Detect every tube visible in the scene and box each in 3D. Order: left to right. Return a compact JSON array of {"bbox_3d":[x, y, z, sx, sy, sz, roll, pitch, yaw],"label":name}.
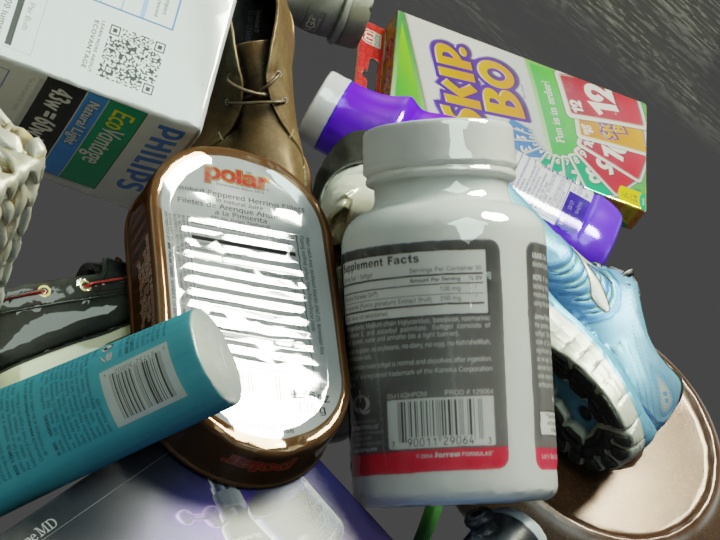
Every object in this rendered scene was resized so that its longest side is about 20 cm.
[{"bbox_3d":[-0.157,0.080,1.246,0.050,0.199,0.078,50,22,-50],"label":"tube"}]

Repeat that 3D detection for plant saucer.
[{"bbox_3d":[0.134,0.099,1.476,0.200,0.035,0.201,14,51,-18],"label":"plant saucer"}]

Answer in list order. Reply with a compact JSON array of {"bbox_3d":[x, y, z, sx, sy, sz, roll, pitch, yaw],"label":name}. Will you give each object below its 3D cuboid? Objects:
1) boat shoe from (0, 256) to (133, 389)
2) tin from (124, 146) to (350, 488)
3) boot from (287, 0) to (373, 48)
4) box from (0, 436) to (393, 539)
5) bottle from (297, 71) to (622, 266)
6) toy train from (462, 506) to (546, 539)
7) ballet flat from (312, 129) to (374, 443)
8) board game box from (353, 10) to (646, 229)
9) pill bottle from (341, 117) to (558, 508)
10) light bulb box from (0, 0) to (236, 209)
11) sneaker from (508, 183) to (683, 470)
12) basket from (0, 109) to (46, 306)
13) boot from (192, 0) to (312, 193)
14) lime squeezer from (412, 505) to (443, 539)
[{"bbox_3d":[-0.130,0.020,1.362,0.201,0.074,0.063,-17,73,-32],"label":"boat shoe"},{"bbox_3d":[-0.063,0.020,1.324,0.112,0.042,0.201,13,49,-26],"label":"tin"},{"bbox_3d":[-0.085,-0.232,1.594,0.199,0.073,0.182,14,49,-11],"label":"boot"},{"bbox_3d":[-0.092,0.163,1.272,0.141,0.079,0.200,44,47,12],"label":"box"},{"bbox_3d":[0.058,-0.052,1.521,0.200,0.065,0.084,29,26,1],"label":"bottle"},{"bbox_3d":[0.053,0.204,1.287,0.200,0.086,0.115,-46,124,-43],"label":"toy train"},{"bbox_3d":[0.000,0.000,1.418,0.068,0.068,0.201,11,65,-4],"label":"ballet flat"},{"bbox_3d":[0.090,-0.098,1.609,0.199,0.030,0.096,17,49,-14],"label":"board game box"},{"bbox_3d":[0.046,0.024,1.339,0.110,0.111,0.201,1,83,-28],"label":"pill bottle"},{"bbox_3d":[-0.175,-0.170,1.419,0.199,0.125,0.199,20,64,-14],"label":"light bulb box"},{"bbox_3d":[0.112,0.017,1.456,0.090,0.078,0.200,-27,81,-39],"label":"sneaker"},{"bbox_3d":[-0.278,-0.011,1.190,0.198,0.200,0.161,38,47,12],"label":"basket"},{"bbox_3d":[-0.066,-0.091,1.465,0.073,0.076,0.201,-2,62,-2],"label":"boot"},{"bbox_3d":[0.034,0.079,1.419,0.070,0.038,0.201,-8,58,-8],"label":"lime squeezer"}]
